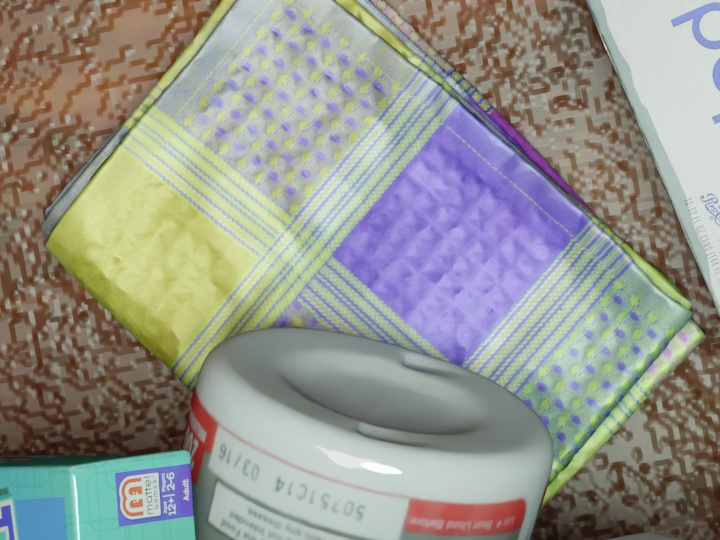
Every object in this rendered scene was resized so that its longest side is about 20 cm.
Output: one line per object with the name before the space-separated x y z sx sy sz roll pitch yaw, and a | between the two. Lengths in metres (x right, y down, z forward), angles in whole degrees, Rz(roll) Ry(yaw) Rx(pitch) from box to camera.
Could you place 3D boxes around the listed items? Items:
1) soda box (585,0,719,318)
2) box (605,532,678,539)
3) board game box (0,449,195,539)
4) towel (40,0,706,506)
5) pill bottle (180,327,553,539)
soda box | 0.118 -0.068 0.805 0.068 0.063 0.201 -24 86 8
box | 0.044 0.179 0.634 0.198 0.200 0.172 -8 97 -23
board game box | -0.120 0.135 0.785 0.199 0.045 0.153 -7 87 51
towel | 0.000 0.000 0.842 0.200 0.023 0.144 44 95 6
pill bottle | -0.017 0.130 0.785 0.113 0.114 0.201 16 105 8
